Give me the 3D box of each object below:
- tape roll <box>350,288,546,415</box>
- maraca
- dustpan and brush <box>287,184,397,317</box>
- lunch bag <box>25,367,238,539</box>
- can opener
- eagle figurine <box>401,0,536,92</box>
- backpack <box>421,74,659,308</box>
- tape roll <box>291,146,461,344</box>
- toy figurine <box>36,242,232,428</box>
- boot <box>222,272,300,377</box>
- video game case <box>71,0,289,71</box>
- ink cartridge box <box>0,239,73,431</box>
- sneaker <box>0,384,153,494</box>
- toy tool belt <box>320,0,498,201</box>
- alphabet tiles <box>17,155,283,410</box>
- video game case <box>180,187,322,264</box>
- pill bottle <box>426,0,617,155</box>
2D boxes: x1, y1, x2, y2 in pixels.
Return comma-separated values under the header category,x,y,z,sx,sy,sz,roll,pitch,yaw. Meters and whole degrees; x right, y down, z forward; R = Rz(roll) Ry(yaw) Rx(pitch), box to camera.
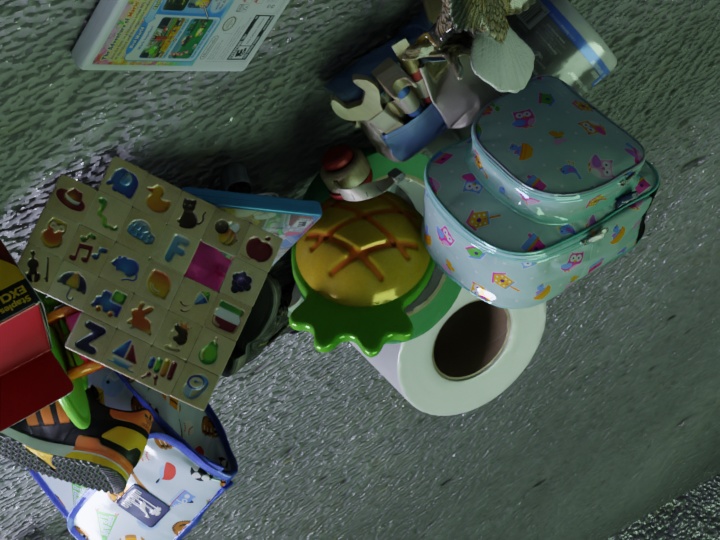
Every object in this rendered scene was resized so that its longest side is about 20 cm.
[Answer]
category,x,y,z,sx,sy,sz,roll,pitch,yaw
tape roll,0.092,0.046,1.834,0.203,0.139,0.203,-17,126,-25
maraca,0.000,0.000,1.509,0.137,0.200,0.107,3,139,8
dustpan and brush,-0.005,-0.026,1.700,0.140,0.057,0.200,40,62,-62
lunch bag,-0.233,0.184,1.618,0.170,0.200,0.124,-47,163,23
can opener,-0.100,-0.057,1.569,0.053,0.067,0.200,-15,168,0
eagle figurine,0.092,-0.263,1.361,0.151,0.152,0.200,11,135,-4
backpack,0.156,-0.070,1.476,0.200,0.176,0.153,-35,153,-20
tape roll,0.024,-0.026,1.646,0.200,0.048,0.201,-4,96,-36
toy figurine,-0.195,0.041,1.466,0.184,0.150,0.200,-22,177,-3
boot,-0.077,0.026,1.737,0.174,0.069,0.200,-30,166,-32
video game case,-0.113,-0.237,1.262,0.182,0.024,0.200,-7,143,-49
ink cartridge box,-0.354,0.059,1.266,0.200,0.176,0.084,-30,155,-18
sneaker,-0.288,0.147,1.547,0.090,0.200,0.070,-60,148,-27
toy tool belt,0.024,-0.170,1.491,0.200,0.125,0.123,-38,123,-7
alphabet tiles,-0.189,0.005,1.382,0.167,0.200,0.008,-65,-166,-8
video game case,-0.145,-0.015,1.514,0.143,0.018,0.200,4,150,-33
pill bottle,0.148,-0.183,1.610,0.200,0.114,0.114,-41,156,9
